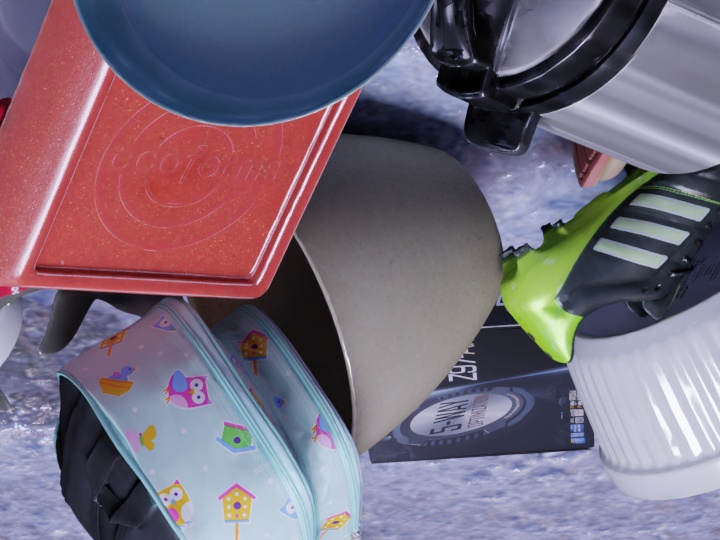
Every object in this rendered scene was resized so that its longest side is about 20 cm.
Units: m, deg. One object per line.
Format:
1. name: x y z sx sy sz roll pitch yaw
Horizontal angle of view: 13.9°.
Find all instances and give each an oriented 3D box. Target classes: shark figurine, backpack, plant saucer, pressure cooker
1. shark figurine: -0.174 0.004 1.721 0.089 0.129 0.214 -22 -174 38
2. backpack: -0.087 0.108 1.647 0.153 0.176 0.200 -31 163 -7
3. plant saucer: -0.045 -0.164 1.410 0.199 0.201 0.027 -11 167 17
4. pressure cooker: 0.119 -0.152 1.449 0.200 0.176 0.178 17 137 -42
5. plant saucer: -0.092 -0.061 1.533 0.199 0.037 0.200 3 124 -37

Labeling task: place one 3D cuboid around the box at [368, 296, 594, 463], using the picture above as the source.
1. box: 0.077 0.065 1.987 0.159 0.044 0.200 -3 152 2

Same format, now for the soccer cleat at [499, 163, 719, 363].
1. soccer cleat: 0.173 -0.023 1.727 0.200 0.081 0.068 -34 -175 -7

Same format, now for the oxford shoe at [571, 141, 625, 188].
1. oxford shoe: 0.169 -0.106 1.655 0.074 0.071 0.200 0 153 -15

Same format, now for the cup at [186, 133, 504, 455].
1. cup: 0.000 0.000 1.742 0.143 0.201 0.200 -23 160 -24

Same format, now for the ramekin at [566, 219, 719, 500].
1. ramekin: 0.218 0.041 1.803 0.200 0.200 0.105 -21 107 31

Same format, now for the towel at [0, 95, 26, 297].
1. towel: -0.133 -0.049 1.565 0.199 0.023 0.145 -16 141 -24

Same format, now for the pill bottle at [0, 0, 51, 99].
1. pill bottle: -0.169 -0.090 1.618 0.111 0.111 0.200 5 150 -12

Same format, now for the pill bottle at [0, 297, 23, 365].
1. pill bottle: -0.286 -0.009 1.759 0.113 0.114 0.200 -12 150 18
